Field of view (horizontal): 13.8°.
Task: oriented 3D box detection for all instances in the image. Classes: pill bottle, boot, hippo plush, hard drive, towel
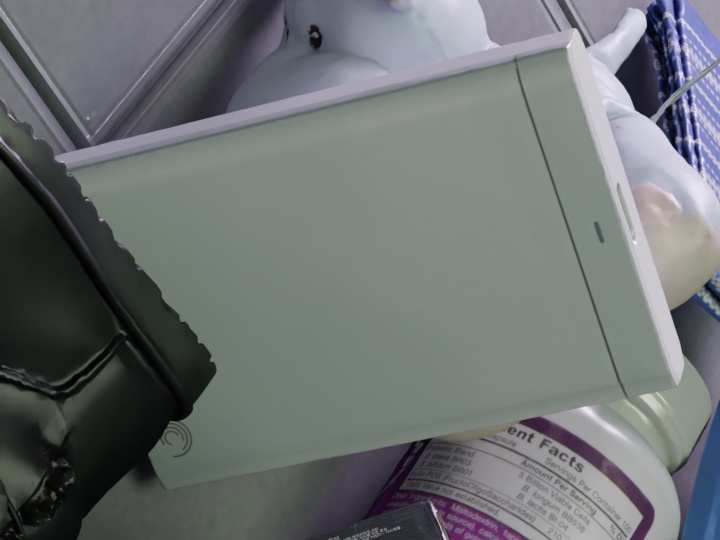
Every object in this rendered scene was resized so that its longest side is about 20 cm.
[{"bbox_3d":[0.057,0.112,1.168,0.200,0.112,0.112,-55,127,-27],"label":"pill bottle"},{"bbox_3d":[-0.152,0.038,0.977,0.200,0.076,0.168,51,61,-30],"label":"boot"},{"bbox_3d":[0.042,-0.053,1.107,0.161,0.159,0.201,39,82,-29],"label":"hippo plush"},{"bbox_3d":[0.000,0.000,1.050,0.027,0.199,0.133,-64,138,-60],"label":"hard drive"},{"bbox_3d":[0.168,-0.015,1.251,0.145,0.024,0.201,45,27,-30],"label":"towel"}]

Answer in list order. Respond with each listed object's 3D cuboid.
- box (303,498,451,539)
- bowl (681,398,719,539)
[{"bbox_3d":[-0.053,0.172,1.000,0.199,0.049,0.162,-19,138,-7],"label":"box"},{"bbox_3d":[0.165,0.135,1.261,0.201,0.039,0.202,10,90,-75],"label":"bowl"}]
